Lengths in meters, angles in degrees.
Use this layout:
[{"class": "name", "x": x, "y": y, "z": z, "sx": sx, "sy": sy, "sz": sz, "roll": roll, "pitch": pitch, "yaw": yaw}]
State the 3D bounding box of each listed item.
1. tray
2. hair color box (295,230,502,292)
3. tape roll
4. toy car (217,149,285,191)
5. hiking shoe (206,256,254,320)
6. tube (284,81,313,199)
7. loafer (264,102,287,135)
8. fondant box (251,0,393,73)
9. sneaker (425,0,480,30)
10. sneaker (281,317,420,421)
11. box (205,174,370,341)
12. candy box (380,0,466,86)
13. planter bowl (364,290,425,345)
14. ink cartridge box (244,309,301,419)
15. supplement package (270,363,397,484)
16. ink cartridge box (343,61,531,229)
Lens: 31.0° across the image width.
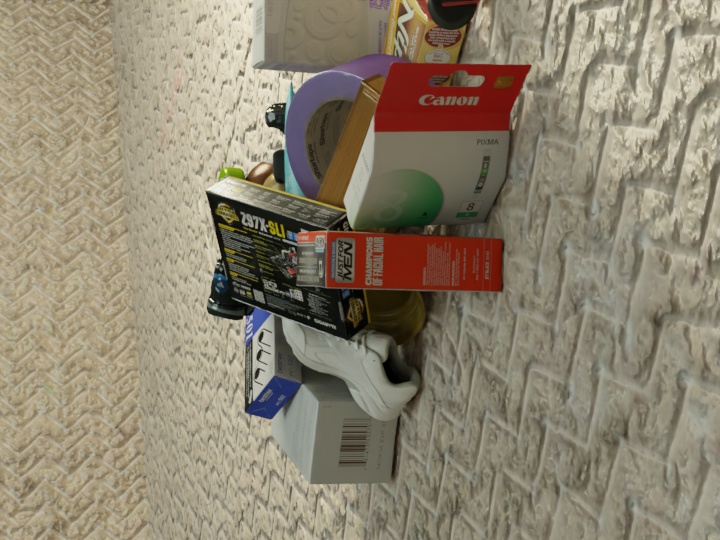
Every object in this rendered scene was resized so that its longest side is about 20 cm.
[{"class": "tray", "x": 0.014, "y": -0.110, "z": 1.457, "sx": 0.099, "sy": 0.037, "sz": 0.200, "roll": 41, "pitch": 132, "yaw": 19}, {"class": "hair color box", "x": 0.041, "y": -0.009, "z": 1.408, "sx": 0.111, "sy": 0.200, "sz": 0.064, "roll": -178, "pitch": 88, "yaw": -70}, {"class": "tape roll", "x": 0.012, "y": -0.148, "z": 1.526, "sx": 0.200, "sy": 0.085, "sz": 0.200, "roll": 19, "pitch": 122, "yaw": 34}, {"class": "toy car", "x": -0.101, "y": -0.122, "z": 1.880, "sx": 0.200, "sy": 0.164, "sz": 0.158, "roll": 126, "pitch": 141, "yaw": -56}, {"class": "hiking shoe", "x": -0.137, "y": -0.009, "z": 1.730, "sx": 0.200, "sy": 0.074, "sz": 0.087, "roll": -54, "pitch": -25, "yaw": -58}, {"class": "tube", "x": -0.078, "y": -0.143, "z": 1.649, "sx": 0.077, "sy": 0.050, "sz": 0.200, "roll": 96, "pitch": 167, "yaw": -53}, {"class": "loafer", "x": -0.075, "y": -0.200, "z": 1.826, "sx": 0.201, "sy": 0.068, "sz": 0.070, "roll": -9, "pitch": -75, "yaw": -67}, {"class": "fondant box", "x": -0.034, "y": -0.322, "z": 1.633, "sx": 0.058, "sy": 0.200, "sz": 0.144, "roll": 175, "pitch": 95, "yaw": -69}, {"class": "sneaker", "x": 0.103, "y": -0.357, "z": 1.470, "sx": 0.087, "sy": 0.074, "sz": 0.200, "roll": 108, "pitch": 162, "yaw": -73}, {"class": "sneaker", "x": -0.004, "y": 0.095, "z": 1.615, "sx": 0.099, "sy": 0.200, "sz": 0.078, "roll": -45, "pitch": 12, "yaw": 42}, {"class": "box", "x": -0.087, "y": -0.016, "z": 1.547, "sx": 0.200, "sy": 0.049, "sz": 0.160, "roll": 18, "pitch": 130, "yaw": 37}, {"class": "candy box", "x": 0.064, "y": -0.241, "z": 1.566, "sx": 0.115, "sy": 0.055, "sz": 0.200, "roll": -114, "pitch": 31, "yaw": -47}, {"class": "planter bowl", "x": 0.000, "y": 0.000, "z": 1.627, "sx": 0.083, "sy": 0.200, "sz": 0.200, "roll": -63, "pitch": 0, "yaw": -37}, {"class": "ink cartridge box", "x": -0.122, "y": 0.095, "z": 1.784, "sx": 0.094, "sy": 0.044, "sz": 0.200, "roll": -51, "pitch": 30, "yaw": 39}, {"class": "supplement package", "x": -0.038, "y": 0.200, "z": 1.752, "sx": 0.200, "sy": 0.117, "sz": 0.117, "roll": -145, "pitch": 59, "yaw": -67}, {"class": "ink cartridge box", "x": 0.083, "y": -0.126, "z": 1.348, "sx": 0.200, "sy": 0.161, "sz": 0.050, "roll": 113, "pitch": 147, "yaw": -48}]
